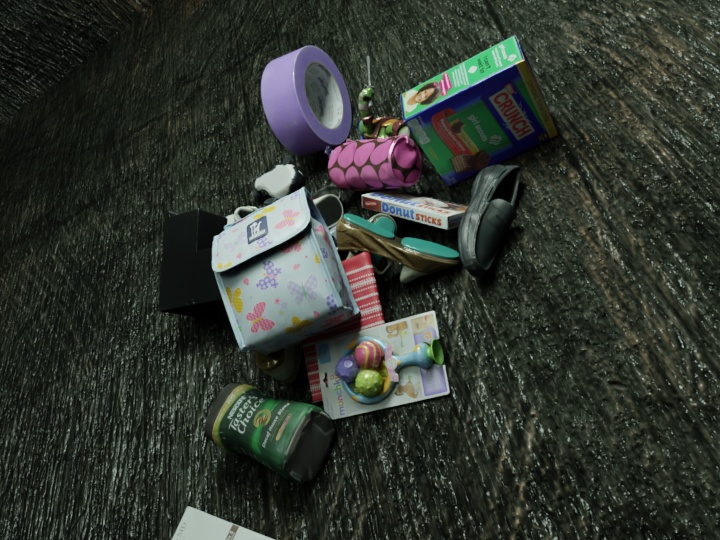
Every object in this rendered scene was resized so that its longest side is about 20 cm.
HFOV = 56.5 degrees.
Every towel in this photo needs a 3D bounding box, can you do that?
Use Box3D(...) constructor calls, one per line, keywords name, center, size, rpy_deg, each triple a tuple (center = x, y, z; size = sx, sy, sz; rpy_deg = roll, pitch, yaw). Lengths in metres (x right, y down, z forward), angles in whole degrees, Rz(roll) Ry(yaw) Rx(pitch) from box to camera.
Box3D(name="towel", center=(-0.028, 0.084, 1.012), size=(0.144, 0.022, 0.202), rpy_deg=(-20, 71, 23))

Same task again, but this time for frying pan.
Box3D(name="frying pan", center=(-0.104, -0.104, 1.279), size=(0.189, 0.031, 0.116), rpy_deg=(-15, 45, 43))

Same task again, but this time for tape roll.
Box3D(name="tape roll", center=(-0.106, -0.340, 1.353), size=(0.084, 0.200, 0.201), rpy_deg=(-12, 49, 30))

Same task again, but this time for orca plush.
Box3D(name="orca plush", center=(-0.153, -0.161, 1.347), size=(0.199, 0.071, 0.106), rpy_deg=(-16, 55, 53))

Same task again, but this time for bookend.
Box3D(name="bookend", center=(-0.272, -0.026, 1.246), size=(0.197, 0.092, 0.202), rpy_deg=(-11, 73, 34))

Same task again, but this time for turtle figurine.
Box3D(name="turtle figurine", center=(0.074, -0.293, 1.213), size=(0.201, 0.144, 0.194), rpy_deg=(-52, 44, -5))

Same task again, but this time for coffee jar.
Box3D(name="coffee jar", center=(-0.139, 0.231, 0.982), size=(0.199, 0.085, 0.105), rpy_deg=(6, 60, 42))

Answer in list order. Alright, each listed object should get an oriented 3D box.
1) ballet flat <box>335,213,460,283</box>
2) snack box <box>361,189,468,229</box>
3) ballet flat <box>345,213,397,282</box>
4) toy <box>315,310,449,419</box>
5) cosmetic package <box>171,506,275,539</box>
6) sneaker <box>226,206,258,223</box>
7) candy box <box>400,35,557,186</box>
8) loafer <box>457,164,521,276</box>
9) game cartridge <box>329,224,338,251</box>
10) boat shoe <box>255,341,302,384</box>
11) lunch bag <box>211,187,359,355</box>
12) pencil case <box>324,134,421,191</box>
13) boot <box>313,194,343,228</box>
Box3D(name="ballet flat", center=(0.052, -0.024, 1.036), size=(0.068, 0.198, 0.073), rpy_deg=(-56, -16, -70))
Box3D(name="snack box", center=(0.092, -0.102, 1.097), size=(0.071, 0.025, 0.199), rpy_deg=(-18, 25, -37))
Box3D(name="ballet flat", center=(0.000, 0.000, 1.094), size=(0.201, 0.067, 0.064), rpy_deg=(-63, 16, -15))
Box3D(name="toy", center=(0.019, 0.134, 0.938), size=(0.198, 0.047, 0.116), rpy_deg=(-17, 71, 23))
Box3D(name="cosmetic package", center=(-0.169, 0.391, 0.881), size=(0.199, 0.074, 0.102), rpy_deg=(0, 56, 37))
Box3D(name="sneaker", center=(-0.220, -0.093, 1.310), size=(0.199, 0.099, 0.078), rpy_deg=(12, 64, 44))
Box3D(name="candy box", center=(0.188, -0.245, 1.060), size=(0.199, 0.169, 0.078), rpy_deg=(-24, 47, 20))
Box3D(name="loafer", center=(0.194, -0.081, 0.992), size=(0.070, 0.068, 0.202), rpy_deg=(-14, 44, 41))
Box3D(name="game cartridge", center=(-0.107, -0.014, 1.136), size=(0.199, 0.041, 0.133), rpy_deg=(-34, 13, -15))
Box3D(name="boat shoe", center=(-0.130, 0.103, 1.097), size=(0.073, 0.067, 0.201), rpy_deg=(-23, 36, 17))
Box3D(name="lunch bag", center=(-0.119, 0.000, 0.977), size=(0.168, 0.127, 0.202), rpy_deg=(-23, 74, 10))
Box3D(name="pencil case", center=(0.023, -0.189, 1.165), size=(0.199, 0.090, 0.094), rpy_deg=(9, 75, 53))
Box3D(name="boot", center=(-0.141, -0.067, 1.149), size=(0.143, 0.073, 0.199), rpy_deg=(-10, 14, 45))
